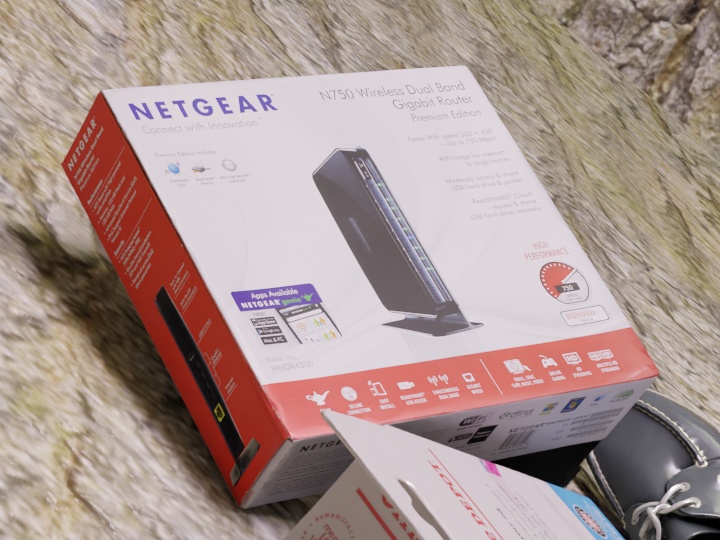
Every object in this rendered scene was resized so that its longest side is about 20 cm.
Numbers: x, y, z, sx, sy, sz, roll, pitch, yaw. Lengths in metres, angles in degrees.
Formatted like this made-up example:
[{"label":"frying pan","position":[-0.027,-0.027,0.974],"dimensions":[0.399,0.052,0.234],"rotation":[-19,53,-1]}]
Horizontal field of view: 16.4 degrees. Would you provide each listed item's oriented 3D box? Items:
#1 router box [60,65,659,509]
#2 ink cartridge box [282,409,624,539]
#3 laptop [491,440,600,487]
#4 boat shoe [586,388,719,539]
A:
[{"label":"router box","position":[0.000,0.000,1.045],"dimensions":[0.200,0.049,0.180],"rotation":[-8,56,-38]},{"label":"ink cartridge box","position":[0.050,0.130,0.956],"dimensions":[0.200,0.068,0.115],"rotation":[24,21,-52]},{"label":"laptop","position":[0.057,0.024,1.238],"dimensions":[0.177,0.103,0.200],"rotation":[43,14,8]},{"label":"boat shoe","position":[0.177,0.132,1.294],"dimensions":[0.200,0.073,0.062],"rotation":[53,14,26]}]
